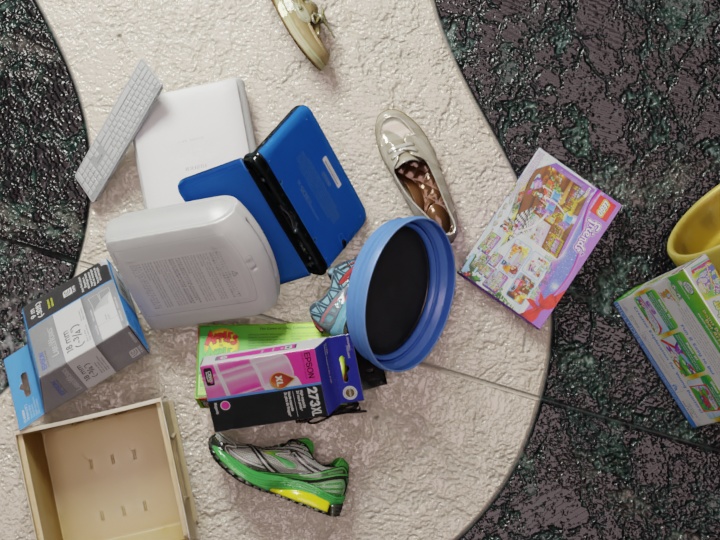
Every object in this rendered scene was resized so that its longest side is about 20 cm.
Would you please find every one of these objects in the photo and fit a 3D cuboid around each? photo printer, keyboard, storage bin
[{"bbox_3d":[-0.218,-0.143,1.681,0.164,0.069,0.203,-10,87,1],"label":"photo printer"},{"bbox_3d":[-0.324,-0.185,1.666,0.056,0.011,0.201,47,116,23],"label":"keyboard"},{"bbox_3d":[-0.063,0.160,1.687,0.197,0.040,0.105,-14,67,0],"label":"keyboard"},{"bbox_3d":[-0.330,0.286,1.651,0.197,0.094,0.202,-13,87,1],"label":"storage bin"},{"bbox_3d":[-0.208,-0.010,1.610,0.197,0.070,0.168,-9,127,20],"label":"photo printer"}]

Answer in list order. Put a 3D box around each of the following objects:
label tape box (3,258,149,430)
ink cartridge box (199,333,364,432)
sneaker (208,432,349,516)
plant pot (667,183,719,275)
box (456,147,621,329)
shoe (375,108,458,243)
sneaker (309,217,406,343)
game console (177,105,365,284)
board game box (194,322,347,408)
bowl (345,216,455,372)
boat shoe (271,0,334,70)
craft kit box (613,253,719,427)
[{"bbox_3d":[-0.389,0.095,1.640,0.198,0.064,0.145,-31,44,-1],"label":"label tape box"},{"bbox_3d":[-0.100,0.144,1.593,0.197,0.037,0.096,-10,108,4],"label":"ink cartridge box"},{"bbox_3d":[-0.108,0.256,1.664,0.197,0.078,0.086,21,81,-6],"label":"sneaker"},{"bbox_3d":[0.527,-0.011,1.601,0.200,0.201,0.190,-40,101,-1],"label":"plant pot"},{"bbox_3d":[0.239,-0.042,1.679,0.136,0.039,0.201,35,88,4],"label":"box"},{"bbox_3d":[0.079,-0.128,1.680,0.069,0.053,0.202,-27,87,0],"label":"shoe"},{"bbox_3d":[0.000,0.000,1.650,0.095,0.080,0.201,16,56,32],"label":"sneaker"},{"bbox_3d":[-0.112,-0.092,1.647,0.171,0.117,0.201,-51,129,-29],"label":"game console"},{"bbox_3d":[-0.117,0.125,1.658,0.196,0.048,0.103,-2,66,3],"label":"board game box"},{"bbox_3d":[0.052,0.029,1.614,0.039,0.200,0.204,13,87,36],"label":"bowl"},{"bbox_3d":[-0.087,-0.367,1.687,0.062,0.073,0.202,-28,86,3],"label":"boat shoe"},{"bbox_3d":[0.429,0.094,1.588,0.048,0.197,0.202,-31,87,-17],"label":"craft kit box"}]
